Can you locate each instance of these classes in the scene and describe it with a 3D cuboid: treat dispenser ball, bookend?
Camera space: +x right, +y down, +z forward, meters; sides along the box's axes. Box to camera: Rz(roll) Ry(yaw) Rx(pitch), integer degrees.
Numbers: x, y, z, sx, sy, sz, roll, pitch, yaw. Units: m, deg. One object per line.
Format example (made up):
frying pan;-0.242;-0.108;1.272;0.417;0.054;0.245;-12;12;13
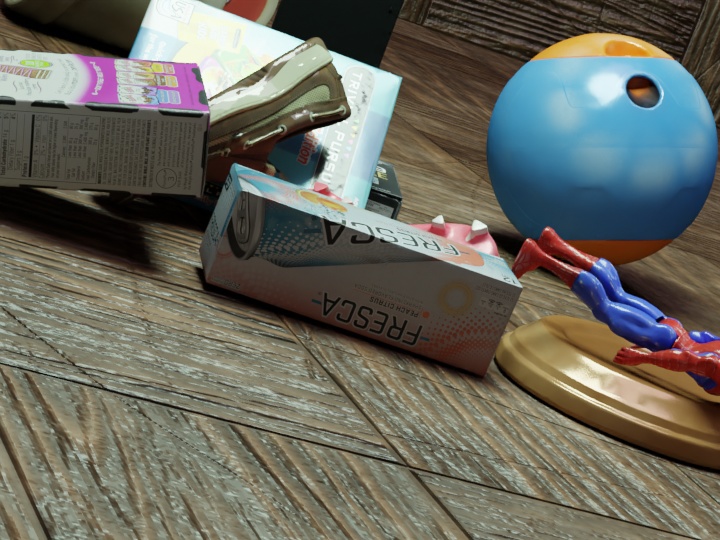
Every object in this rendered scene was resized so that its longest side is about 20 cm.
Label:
treat dispenser ball;0.210;-0.104;1.957;0.200;0.202;0.201;20;11;-4
bookend;-0.079;-0.199;1.919;0.199;0.200;0.092;20;13;-2

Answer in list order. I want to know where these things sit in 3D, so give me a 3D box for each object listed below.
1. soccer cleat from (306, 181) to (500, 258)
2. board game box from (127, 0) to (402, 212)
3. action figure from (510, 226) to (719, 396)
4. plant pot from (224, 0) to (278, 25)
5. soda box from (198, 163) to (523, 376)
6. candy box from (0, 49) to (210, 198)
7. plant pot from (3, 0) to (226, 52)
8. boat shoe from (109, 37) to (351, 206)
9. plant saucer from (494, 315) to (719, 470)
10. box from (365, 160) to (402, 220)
soccer cleat;0.005;-0.008;1.550;0.199;0.077;0.067;10;42;22
board game box;-0.082;-0.110;1.657;0.199;0.047;0.152;19;54;-5
action figure;0.193;0.042;1.475;0.199;0.052;0.065;29;19;17
plant pot;-0.186;-0.337;2.453;0.200;0.201;0.177;12;23;-37
soda box;0.000;0.000;1.443;0.199;0.069;0.064;19;15;-15
candy box;-0.200;-0.097;1.430;0.199;0.061;0.136;4;18;-8
plant pot;-0.228;-0.300;2.223;0.173;0.200;0.200;33;5;-26
boat shoe;-0.087;-0.089;1.571;0.075;0.202;0.075;59;-25;-5
plant saucer;0.189;0.078;1.515;0.199;0.038;0.200;21;11;-4
box;-0.069;-0.081;1.759;0.199;0.050;0.158;19;11;-5
